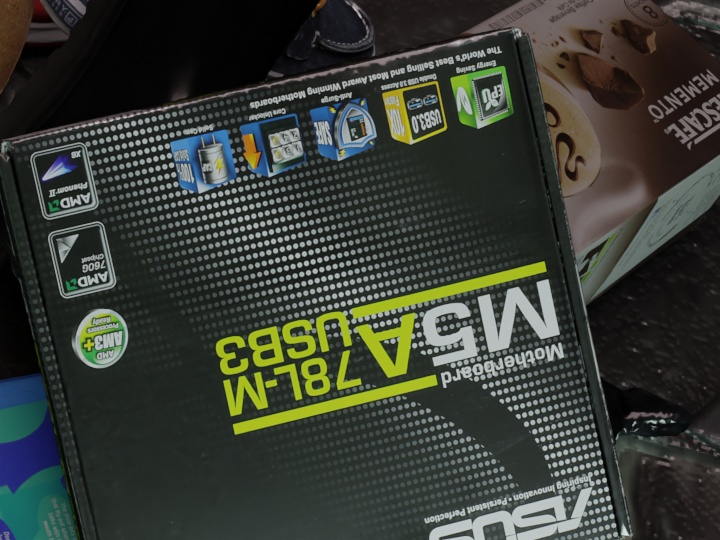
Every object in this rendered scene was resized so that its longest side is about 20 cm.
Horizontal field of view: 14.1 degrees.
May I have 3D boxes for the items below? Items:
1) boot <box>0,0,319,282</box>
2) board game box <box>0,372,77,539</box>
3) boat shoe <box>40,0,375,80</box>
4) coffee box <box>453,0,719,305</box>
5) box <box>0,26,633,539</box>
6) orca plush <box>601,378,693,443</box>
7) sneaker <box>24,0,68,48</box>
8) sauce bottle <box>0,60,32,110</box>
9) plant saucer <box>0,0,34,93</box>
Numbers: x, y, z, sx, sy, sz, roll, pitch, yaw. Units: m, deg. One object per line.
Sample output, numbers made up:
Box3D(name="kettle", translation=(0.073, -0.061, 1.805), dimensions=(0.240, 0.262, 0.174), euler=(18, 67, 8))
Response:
Box3D(name="boot", translation=(-0.054, -0.043, 1.124), dimensions=(0.079, 0.211, 0.158), euler=(24, 22, -47))
Box3D(name="board game box", translation=(-0.074, 0.107, 1.138), dimensions=(0.199, 0.045, 0.153), euler=(-9, 60, -25))
Box3D(name="boat shoe", translation=(-0.040, -0.125, 1.234), dimensions=(0.200, 0.091, 0.071), euler=(5, 45, -54))
Box3D(name="coffee box", translation=(0.076, -0.046, 1.249), dimensions=(0.113, 0.080, 0.200), euler=(44, 40, 13))
Box3D(name="box", translation=(-0.017, 0.026, 1.053), dimensions=(0.199, 0.048, 0.194), euler=(-13, 94, -10))
Box3D(name="orca plush", translation=(0.087, 0.100, 1.140), dimensions=(0.105, 0.071, 0.200), euler=(56, 42, -4))
Box3D(name="sneaker", translation=(-0.088, -0.170, 1.277), dimensions=(0.199, 0.116, 0.079), euler=(-20, 66, -30))
Box3D(name="sauce bottle", translation=(-0.200, -0.111, 1.231), dimensions=(0.200, 0.065, 0.065), euler=(43, 54, 9))
Box3D(name="plant saucer", translation=(-0.232, -0.125, 1.184), dimensions=(0.199, 0.035, 0.201), euler=(-1, 79, 3))
